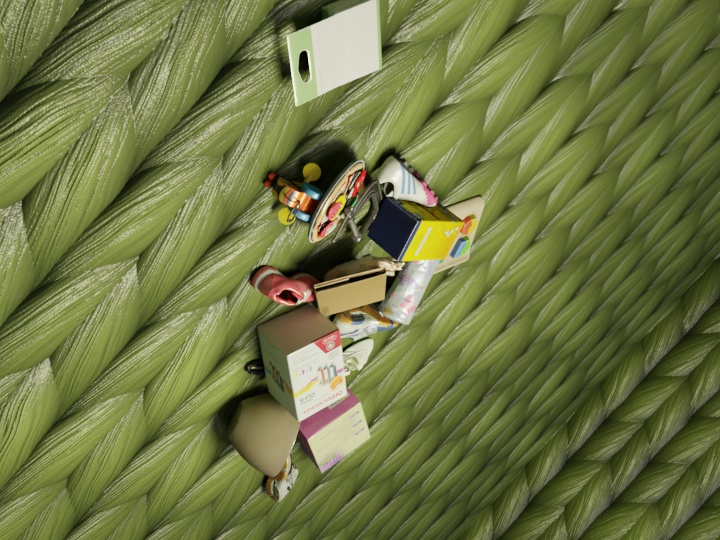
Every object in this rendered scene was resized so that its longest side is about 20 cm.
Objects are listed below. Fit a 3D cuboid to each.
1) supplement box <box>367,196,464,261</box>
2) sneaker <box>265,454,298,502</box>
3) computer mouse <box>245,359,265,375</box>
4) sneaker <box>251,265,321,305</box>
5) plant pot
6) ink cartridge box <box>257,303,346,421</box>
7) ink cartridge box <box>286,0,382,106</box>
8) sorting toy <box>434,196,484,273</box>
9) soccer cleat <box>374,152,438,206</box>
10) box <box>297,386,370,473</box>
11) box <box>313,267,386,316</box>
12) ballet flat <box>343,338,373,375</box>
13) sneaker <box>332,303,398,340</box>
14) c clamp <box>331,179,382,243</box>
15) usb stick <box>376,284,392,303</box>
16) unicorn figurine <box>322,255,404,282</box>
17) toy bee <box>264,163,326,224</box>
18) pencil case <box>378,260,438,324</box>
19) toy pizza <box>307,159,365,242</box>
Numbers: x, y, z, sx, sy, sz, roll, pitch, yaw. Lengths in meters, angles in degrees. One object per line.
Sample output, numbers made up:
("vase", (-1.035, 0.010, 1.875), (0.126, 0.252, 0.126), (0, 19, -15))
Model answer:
("supplement box", (0.131, -0.097, 1.763), (0.199, 0.109, 0.110), (-3, 127, -52))
("sneaker", (-0.214, 0.552, 2.102), (0.088, 0.075, 0.201), (-33, 148, -43))
("computer mouse", (-0.190, 0.228, 1.835), (0.199, 0.034, 0.059), (-8, 131, -40))
("sneaker", (-0.148, 0.052, 1.662), (0.200, 0.087, 0.074), (11, 117, -49))
("plant pot", (-0.241, 0.380, 1.826), (0.134, 0.201, 0.201), (23, 111, -14))
("ink cartridge box", (-0.133, 0.213, 1.753), (0.145, 0.144, 0.201), (-25, 128, -27))
("ink cartridge box", (-0.052, -0.400, 1.360), (0.199, 0.048, 0.146), (-29, 140, -22))
("sorting toy", (0.238, -0.082, 1.961), (0.184, 0.036, 0.201), (-21, 137, -30))
("soccer cleat", (0.100, -0.189, 1.705), (0.086, 0.070, 0.200), (-42, 139, 9))
("box", (-0.081, 0.431, 2.083), (0.175, 0.097, 0.201), (-34, 141, -17))
("box", (-0.021, 0.051, 1.721), (0.163, 0.021, 0.200), (-15, 161, -5))
("ballet flat", (-0.034, 0.243, 1.977), (0.199, 0.069, 0.070), (-22, 138, -30))
("sneaker", (0.005, 0.134, 1.920), (0.199, 0.075, 0.088), (5, 132, -39))
("c clamp", (-0.004, -0.115, 1.641), (0.171, 0.027, 0.200), (-59, 166, -6))
("usb stick", (0.048, 0.060, 1.911), (0.199, 0.033, 0.056), (-2, 132, -44))
("unicorn figurine", (0.000, 0.000, 1.750), (0.137, 0.074, 0.200), (-6, 161, -38))
("toy bee", (-0.128, -0.158, 1.490), (0.131, 0.108, 0.200), (-53, 169, -4))
("pencil case", (0.119, 0.034, 1.880), (0.090, 0.083, 0.201), (24, 91, -22))
("toy pizza", (-0.042, -0.138, 1.558), (0.201, 0.032, 0.200), (-55, 172, -12))
